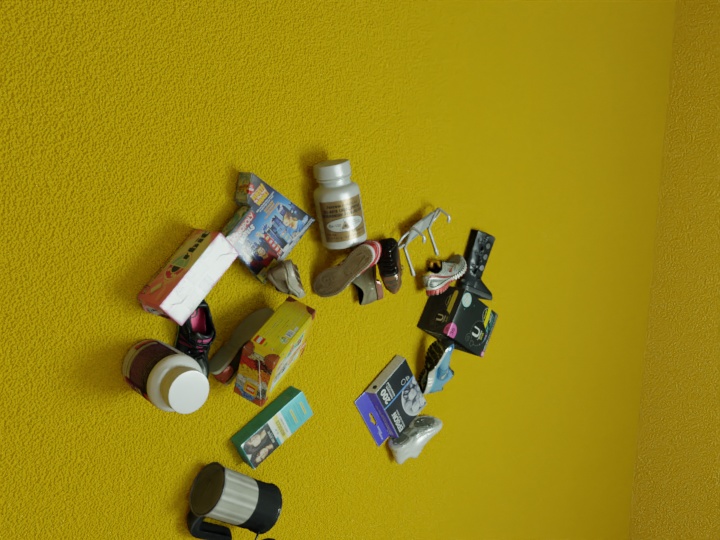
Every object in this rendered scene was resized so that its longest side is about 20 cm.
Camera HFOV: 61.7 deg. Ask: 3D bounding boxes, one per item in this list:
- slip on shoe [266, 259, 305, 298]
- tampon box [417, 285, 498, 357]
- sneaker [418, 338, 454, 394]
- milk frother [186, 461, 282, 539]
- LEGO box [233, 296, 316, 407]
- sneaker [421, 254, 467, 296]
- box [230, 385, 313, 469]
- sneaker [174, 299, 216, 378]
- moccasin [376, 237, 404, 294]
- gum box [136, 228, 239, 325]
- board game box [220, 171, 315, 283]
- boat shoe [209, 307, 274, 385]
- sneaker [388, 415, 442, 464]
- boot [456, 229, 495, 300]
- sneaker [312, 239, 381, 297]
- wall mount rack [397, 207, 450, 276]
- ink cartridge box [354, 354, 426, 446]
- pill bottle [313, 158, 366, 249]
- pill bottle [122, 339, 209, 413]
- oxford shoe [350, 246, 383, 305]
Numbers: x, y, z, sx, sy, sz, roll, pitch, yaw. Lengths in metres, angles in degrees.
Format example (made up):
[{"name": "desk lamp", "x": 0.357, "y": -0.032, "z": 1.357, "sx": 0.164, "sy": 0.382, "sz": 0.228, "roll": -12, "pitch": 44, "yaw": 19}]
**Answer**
[{"name": "slip on shoe", "x": -0.169, "y": 0.025, "z": 1.389, "sx": 0.060, "sy": 0.200, "sz": 0.077, "roll": -17, "pitch": 81, "yaw": -2}, {"name": "tampon box", "x": 0.300, "y": 0.153, "z": 1.842, "sx": 0.199, "sy": 0.126, "sz": 0.151, "roll": 33, "pitch": 75, "yaw": -41}, {"name": "sneaker", "x": 0.242, "y": 0.286, "z": 1.808, "sx": 0.089, "sy": 0.079, "sz": 0.201, "roll": 5, "pitch": 123, "yaw": -20}, {"name": "milk frother", "x": -0.272, "y": 0.561, "z": 1.351, "sx": 0.188, "sy": 0.199, "sz": 0.181, "roll": 38, "pitch": 77, "yaw": -39}, {"name": "LEGO box", "x": -0.189, "y": 0.177, "z": 1.346, "sx": 0.200, "sy": 0.077, "sz": 0.150, "roll": -52, "pitch": 166, "yaw": -52}, {"name": "sneaker", "x": 0.252, "y": -0.003, "z": 1.797, "sx": 0.200, "sy": 0.077, "sz": 0.083, "roll": -38, "pitch": 110, "yaw": -45}, {"name": "box", "x": -0.213, "y": 0.380, "z": 1.470, "sx": 0.200, "sy": 0.049, "sz": 0.083, "roll": -39, "pitch": 122, "yaw": -31}, {"name": "sneaker", "x": -0.349, "y": 0.151, "z": 1.277, "sx": 0.076, "sy": 0.084, "sz": 0.202, "roll": -9, "pitch": 103, "yaw": -35}, {"name": "moccasin", "x": 0.079, "y": -0.016, "z": 1.588, "sx": 0.073, "sy": 0.202, "sz": 0.078, "roll": -14, "pitch": 127, "yaw": 0}, {"name": "gum box", "x": -0.354, "y": 0.013, "z": 1.228, "sx": 0.201, "sy": 0.113, "sz": 0.066, "roll": -55, "pitch": 128, "yaw": -21}, {"name": "board game box", "x": -0.229, "y": -0.112, "z": 1.355, "sx": 0.201, "sy": 0.061, "sz": 0.200, "roll": -54, "pitch": 127, "yaw": -21}, {"name": "boat shoe", "x": -0.260, "y": 0.171, "z": 1.374, "sx": 0.200, "sy": 0.071, "sz": 0.063, "roll": -50, "pitch": 133, "yaw": -21}, {"name": "sneaker", "x": 0.169, "y": 0.518, "z": 1.838, "sx": 0.199, "sy": 0.078, "sz": 0.100, "roll": -22, "pitch": 119, "yaw": -28}, {"name": "boot", "x": 0.393, "y": -0.016, "z": 1.944, "sx": 0.164, "sy": 0.065, "sz": 0.202, "roll": 22, "pitch": 79, "yaw": -44}, {"name": "sneaker", "x": -0.028, "y": -0.007, "z": 1.514, "sx": 0.071, "sy": 0.199, "sz": 0.112, "roll": 54, "pitch": 26, "yaw": -2}, {"name": "wall mount rack", "x": 0.184, "y": -0.086, "z": 1.734, "sx": 0.200, "sy": 0.074, "sz": 0.174, "roll": -38, "pitch": 159, "yaw": -30}, {"name": "ink cartridge box", "x": 0.093, "y": 0.386, "z": 1.756, "sx": 0.200, "sy": 0.043, "sz": 0.199, "roll": -43, "pitch": 124, "yaw": -27}, {"name": "pill bottle", "x": -0.054, "y": -0.163, "z": 1.468, "sx": 0.114, "sy": 0.114, "sz": 0.202, "roll": -25, "pitch": 114, "yaw": -37}, {"name": "pill bottle", "x": -0.380, "y": 0.210, "z": 1.183, "sx": 0.111, "sy": 0.199, "sz": 0.113, "roll": -9, "pitch": 104, "yaw": -40}, {"name": "oxford shoe", "x": 0.000, "y": 0.000, "z": 1.582, "sx": 0.074, "sy": 0.070, "sz": 0.201, "roll": -25, "pitch": 108, "yaw": -18}]
